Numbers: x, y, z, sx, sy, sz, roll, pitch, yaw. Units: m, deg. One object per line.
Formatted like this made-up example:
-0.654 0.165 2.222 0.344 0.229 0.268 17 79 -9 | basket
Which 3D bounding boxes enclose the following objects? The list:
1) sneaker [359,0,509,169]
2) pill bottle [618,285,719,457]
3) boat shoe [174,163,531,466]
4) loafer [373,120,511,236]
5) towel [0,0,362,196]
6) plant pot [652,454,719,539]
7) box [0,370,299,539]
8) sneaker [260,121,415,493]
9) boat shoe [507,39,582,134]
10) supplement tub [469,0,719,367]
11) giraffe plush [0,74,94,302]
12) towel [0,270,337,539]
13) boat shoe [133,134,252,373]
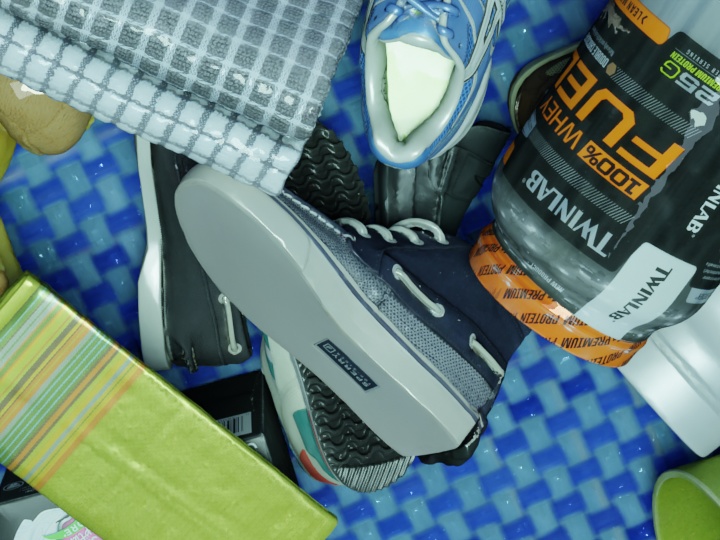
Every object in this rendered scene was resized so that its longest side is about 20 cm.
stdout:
0.044 -0.139 1.033 0.076 0.077 0.200 12 112 6 | sneaker
0.221 -0.004 1.129 0.200 0.116 0.116 -42 101 8 | pill bottle
0.000 0.000 1.075 0.200 0.075 0.093 48 56 -19 | boat shoe
0.043 -0.065 1.133 0.070 0.068 0.201 2 100 7 | loafer
-0.078 -0.145 1.044 0.165 0.200 0.086 22 131 -5 | towel
0.287 0.152 1.150 0.200 0.187 0.187 -23 103 -12 | plant pot
-0.093 0.178 1.157 0.148 0.124 0.200 -15 104 1 | box
-0.033 0.020 1.141 0.070 0.093 0.200 -16 92 -28 | sneaker
0.175 -0.110 1.123 0.202 0.075 0.075 -29 102 5 | boat shoe
0.145 -0.060 1.038 0.122 0.123 0.200 31 108 -8 | supplement tub
-0.197 -0.078 1.100 0.162 0.173 0.200 -39 67 -3 | giraffe plush
-0.112 0.092 1.065 0.200 0.018 0.086 40 102 -13 | towel
-0.087 -0.042 1.134 0.060 0.074 0.200 -1 106 -1 | boat shoe
